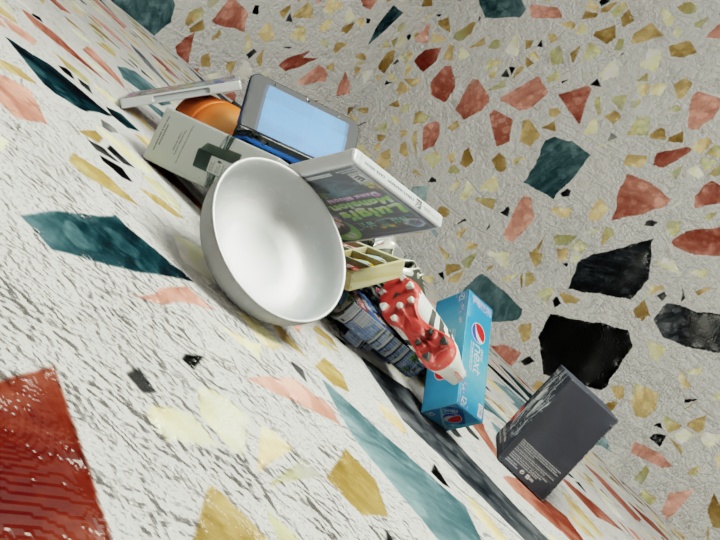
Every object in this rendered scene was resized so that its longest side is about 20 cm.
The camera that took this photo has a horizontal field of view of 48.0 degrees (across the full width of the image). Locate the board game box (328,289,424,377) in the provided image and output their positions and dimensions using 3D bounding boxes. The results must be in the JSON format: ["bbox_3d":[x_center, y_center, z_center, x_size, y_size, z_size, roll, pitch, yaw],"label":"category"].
[{"bbox_3d":[-0.009,0.064,1.220,0.200,0.062,0.200,40,7,-19],"label":"board game box"}]

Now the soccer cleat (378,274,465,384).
[{"bbox_3d":[0.086,0.083,1.146,0.085,0.069,0.200,52,1,-42],"label":"soccer cleat"}]

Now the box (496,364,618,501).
[{"bbox_3d":[0.333,0.272,1.399,0.104,0.182,0.200,43,6,6],"label":"box"}]

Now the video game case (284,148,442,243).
[{"bbox_3d":[-0.025,-0.087,1.040,0.199,0.023,0.182,-8,-28,40],"label":"video game case"}]

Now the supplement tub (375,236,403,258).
[{"bbox_3d":[-0.024,-0.057,1.549,0.200,0.145,0.145,46,7,33],"label":"supplement tub"}]

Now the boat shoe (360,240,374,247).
[{"bbox_3d":[0.000,0.000,1.309,0.201,0.056,0.069,88,5,-48],"label":"boat shoe"}]

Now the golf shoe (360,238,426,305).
[{"bbox_3d":[0.076,0.037,1.257,0.200,0.088,0.077,41,5,-27],"label":"golf shoe"}]

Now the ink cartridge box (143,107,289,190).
[{"bbox_3d":[-0.186,-0.145,1.172,0.199,0.083,0.147,27,0,17],"label":"ink cartridge box"}]

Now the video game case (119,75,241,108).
[{"bbox_3d":[-0.305,-0.309,1.393,0.143,0.199,0.018,-120,-160,-71],"label":"video game case"}]

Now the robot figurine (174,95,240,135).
[{"bbox_3d":[-0.257,-0.238,1.393,0.143,0.117,0.200,24,5,-36],"label":"robot figurine"}]

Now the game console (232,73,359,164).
[{"bbox_3d":[-0.079,-0.210,1.219,0.199,0.119,0.171,22,1,-22],"label":"game console"}]

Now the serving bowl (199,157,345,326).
[{"bbox_3d":[-0.108,-0.026,0.925,0.200,0.066,0.201,27,51,-39],"label":"serving bowl"}]

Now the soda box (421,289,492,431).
[{"bbox_3d":[0.146,0.132,1.209,0.064,0.068,0.201,40,45,-31],"label":"soda box"}]

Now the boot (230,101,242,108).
[{"bbox_3d":[-0.207,-0.231,1.591,0.200,0.144,0.072,43,4,-6],"label":"boot"}]

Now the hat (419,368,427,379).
[{"bbox_3d":[0.132,0.156,1.414,0.200,0.081,0.201,36,14,-10],"label":"hat"}]

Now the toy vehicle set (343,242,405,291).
[{"bbox_3d":[-0.052,-0.025,1.173,0.199,0.027,0.124,22,22,32],"label":"toy vehicle set"}]
